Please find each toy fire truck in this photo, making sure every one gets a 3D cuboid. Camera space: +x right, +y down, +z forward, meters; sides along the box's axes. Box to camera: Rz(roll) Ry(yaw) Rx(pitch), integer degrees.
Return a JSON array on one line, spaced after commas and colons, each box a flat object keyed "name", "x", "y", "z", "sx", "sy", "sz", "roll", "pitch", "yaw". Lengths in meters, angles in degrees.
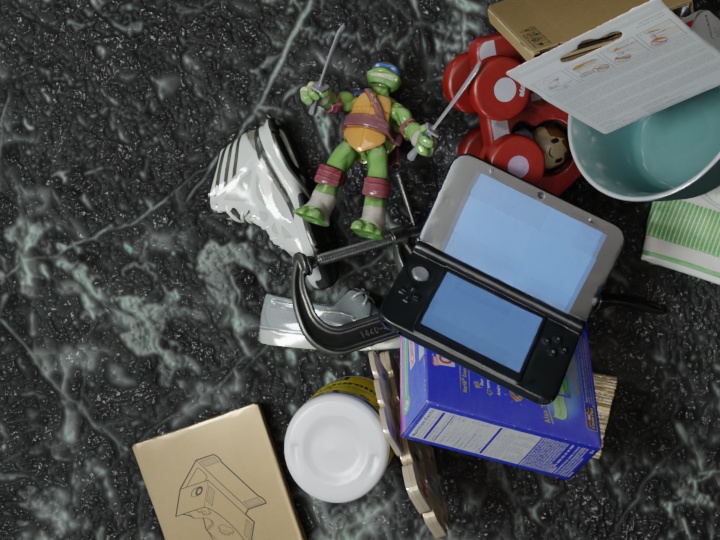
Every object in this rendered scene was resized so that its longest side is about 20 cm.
[{"name": "toy fire truck", "x": 0.190, "y": -0.170, "z": 1.336, "sx": 0.166, "sy": 0.112, "sz": 0.203, "roll": -16, "pitch": 105, "yaw": -10}]

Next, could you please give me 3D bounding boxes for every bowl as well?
[{"name": "bowl", "x": 0.325, "y": -0.154, "z": 1.278, "sx": 0.199, "sy": 0.105, "sz": 0.204, "roll": -15, "pitch": 66, "yaw": 36}]

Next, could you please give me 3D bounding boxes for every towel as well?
[{"name": "towel", "x": 0.403, "y": -0.087, "z": 1.354, "sx": 0.151, "sy": 0.023, "sz": 0.203, "roll": 16, "pitch": 95, "yaw": 7}]

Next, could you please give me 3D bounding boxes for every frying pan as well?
[{"name": "frying pan", "x": 0.239, "y": 0.017, "z": 1.368, "sx": 0.115, "sy": 0.188, "sz": 0.031, "roll": 58, "pitch": 133, "yaw": 41}]

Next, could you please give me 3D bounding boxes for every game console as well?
[{"name": "game console", "x": 0.143, "y": 0.007, "z": 1.243, "sx": 0.198, "sy": 0.171, "sz": 0.119, "roll": 26, "pitch": 135, "yaw": 7}]

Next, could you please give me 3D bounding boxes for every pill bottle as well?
[{"name": "pill bottle", "x": -0.013, "y": 0.175, "z": 1.336, "sx": 0.110, "sy": 0.200, "sz": 0.113, "roll": 0, "pitch": 93, "yaw": 7}]

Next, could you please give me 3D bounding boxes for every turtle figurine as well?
[{"name": "turtle figurine", "x": 0.002, "y": -0.143, "z": 1.302, "sx": 0.142, "sy": 0.199, "sz": 0.197, "roll": 18, "pitch": 83, "yaw": -23}]

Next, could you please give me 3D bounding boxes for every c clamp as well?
[{"name": "c clamp", "x": 0.000, "y": 0.000, "z": 1.360, "sx": 0.198, "sy": 0.027, "sz": 0.173, "roll": -23, "pitch": 86, "yaw": -31}]

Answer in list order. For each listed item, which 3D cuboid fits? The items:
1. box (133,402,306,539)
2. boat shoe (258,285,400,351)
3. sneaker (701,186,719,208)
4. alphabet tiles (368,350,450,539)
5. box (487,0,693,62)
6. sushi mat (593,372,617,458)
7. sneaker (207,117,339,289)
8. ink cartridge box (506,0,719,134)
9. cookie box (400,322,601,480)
[{"name": "box", "x": -0.161, "y": 0.275, "z": 1.444, "sx": 0.161, "sy": 0.021, "sz": 0.203, "roll": -19, "pitch": 91, "yaw": 9}, {"name": "boat shoe", "x": -0.018, "y": 0.053, "z": 1.395, "sx": 0.198, "sy": 0.070, "sz": 0.073, "roll": 2, "pitch": 90, "yaw": 6}, {"name": "sneaker", "x": 0.423, "y": -0.155, "z": 1.307, "sx": 0.080, "sy": 0.075, "sz": 0.202, "roll": 28, "pitch": 95, "yaw": 16}, {"name": "alphabet tiles", "x": 0.056, "y": 0.183, "z": 1.321, "sx": 0.014, "sy": 0.201, "sz": 0.197, "roll": -21, "pitch": 131, "yaw": 9}, {"name": "box", "x": 0.226, "y": -0.261, "z": 1.242, "sx": 0.161, "sy": 0.200, "sz": 0.022, "roll": -18, "pitch": 115, "yaw": 1}, {"name": "sushi mat", "x": 0.185, "y": 0.148, "z": 1.402, "sx": 0.197, "sy": 0.012, "sz": 0.097, "roll": 11, "pitch": 95, "yaw": 7}, {"name": "sneaker", "x": -0.103, "y": -0.060, "z": 1.411, "sx": 0.114, "sy": 0.076, "sz": 0.203, "roll": -24, "pitch": 86, "yaw": 20}, {"name": "ink cartridge box", "x": 0.247, "y": -0.202, "z": 1.155, "sx": 0.161, "sy": 0.199, "sz": 0.051, "roll": -22, "pitch": 63, "yaw": 33}, {"name": "cookie box", "x": 0.143, "y": 0.111, "z": 1.296, "sx": 0.197, "sy": 0.173, "sz": 0.076, "roll": 16, "pitch": 136, "yaw": -15}]
